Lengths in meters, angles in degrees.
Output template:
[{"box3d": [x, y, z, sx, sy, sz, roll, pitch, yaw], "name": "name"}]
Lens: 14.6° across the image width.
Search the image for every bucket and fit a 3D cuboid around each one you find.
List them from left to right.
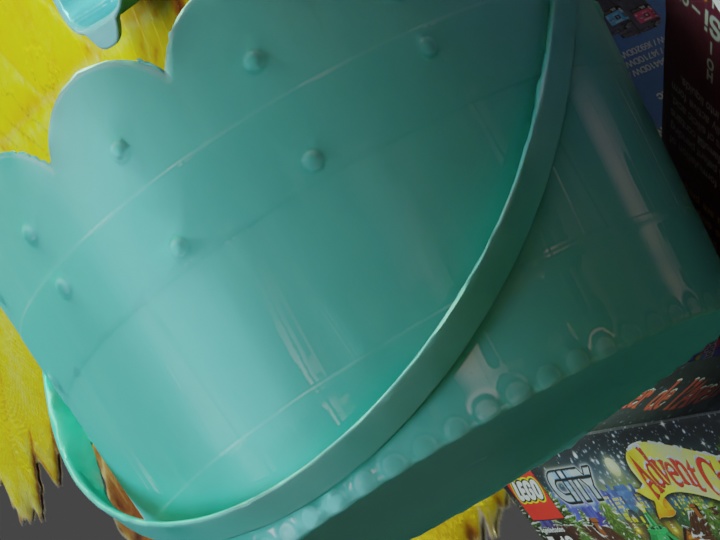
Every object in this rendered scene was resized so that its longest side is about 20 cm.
[{"box3d": [0.000, 0.000, 0.803, 0.135, 0.207, 0.207, 59, 157, 11], "name": "bucket"}]

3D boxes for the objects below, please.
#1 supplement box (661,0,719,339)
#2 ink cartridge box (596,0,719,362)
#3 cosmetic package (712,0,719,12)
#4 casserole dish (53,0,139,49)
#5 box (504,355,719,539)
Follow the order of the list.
[{"box3d": [0.151, -0.069, 0.782, 0.086, 0.110, 0.200, 48, 152, 42], "name": "supplement box"}, {"box3d": [0.095, -0.029, 1.001, 0.200, 0.076, 0.136, 57, 157, 28], "name": "ink cartridge box"}, {"box3d": [0.101, -0.142, 0.497, 0.113, 0.081, 0.200, 60, 157, 17], "name": "cosmetic package"}, {"box3d": [-0.152, -0.214, 1.454, 0.200, 0.039, 0.121, 69, 159, -3], "name": "casserole dish"}, {"box3d": [0.132, 0.095, 0.929, 0.137, 0.038, 0.200, 52, 157, -8], "name": "box"}]
